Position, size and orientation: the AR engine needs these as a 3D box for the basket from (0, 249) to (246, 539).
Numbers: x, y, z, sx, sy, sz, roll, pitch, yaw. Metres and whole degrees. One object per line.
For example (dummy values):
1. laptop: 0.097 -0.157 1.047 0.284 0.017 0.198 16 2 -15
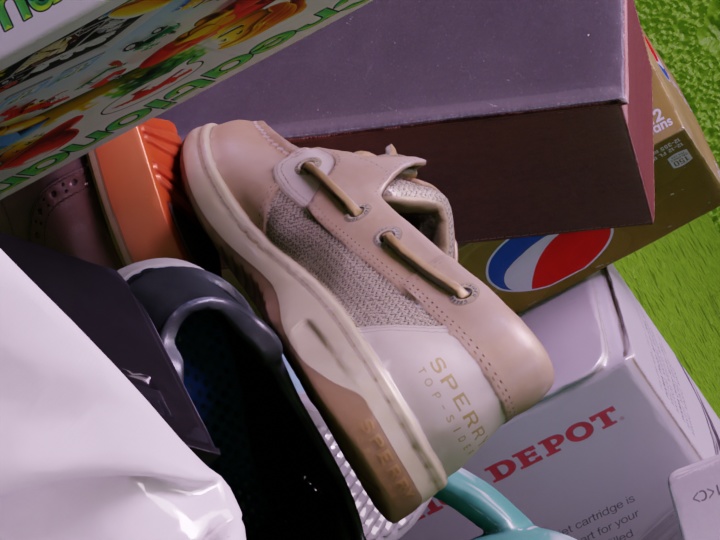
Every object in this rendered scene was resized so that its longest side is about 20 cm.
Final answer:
1. basket: -0.110 0.060 0.438 0.200 0.123 0.136 51 16 -41

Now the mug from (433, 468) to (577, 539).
1. mug: 0.053 0.153 0.889 0.185 0.114 0.152 57 14 -21

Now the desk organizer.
1. desk organizer: -0.002 -0.053 0.881 0.077 0.199 0.072 65 23 -55

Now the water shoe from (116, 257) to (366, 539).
1. water shoe: -0.029 0.096 0.710 0.079 0.071 0.201 21 -44 65

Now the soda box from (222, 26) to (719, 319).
1. soda box: 0.029 -0.016 0.957 0.068 0.199 0.064 43 22 -58

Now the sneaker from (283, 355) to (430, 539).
1. sneaker: -0.056 0.058 0.819 0.200 0.082 0.074 10 95 -57

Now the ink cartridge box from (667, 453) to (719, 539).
1. ink cartridge box: 0.184 0.169 0.950 0.200 0.045 0.177 29 44 -57

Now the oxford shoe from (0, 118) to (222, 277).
1. oxford shoe: -0.110 -0.071 0.811 0.071 0.073 0.201 30 39 -73

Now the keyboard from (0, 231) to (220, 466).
1. keyboard: -0.114 0.017 0.566 0.199 0.021 0.127 18 27 -37

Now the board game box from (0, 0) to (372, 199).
1. board game box: -0.073 -0.061 0.664 0.035 0.199 0.126 65 14 7

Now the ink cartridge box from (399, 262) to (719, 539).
1. ink cartridge box: 0.079 0.100 1.028 0.200 0.145 0.084 53 18 -35

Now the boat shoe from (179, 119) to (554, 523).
1. boat shoe: 0.000 0.000 0.756 0.072 0.065 0.200 59 -2 -28
